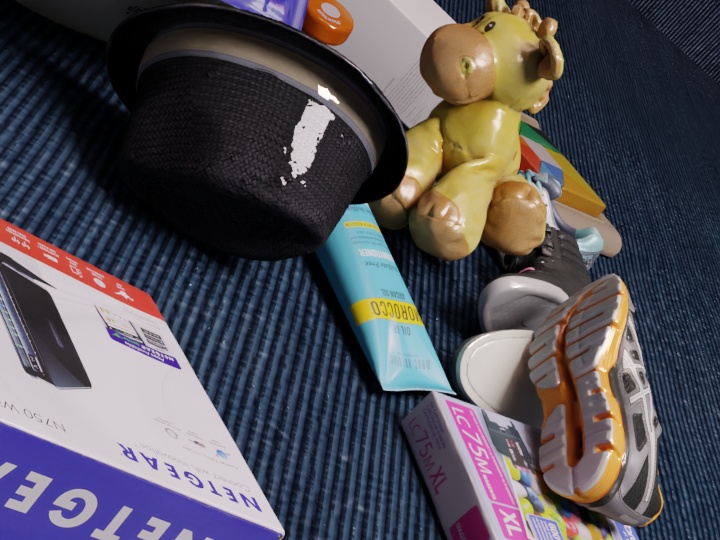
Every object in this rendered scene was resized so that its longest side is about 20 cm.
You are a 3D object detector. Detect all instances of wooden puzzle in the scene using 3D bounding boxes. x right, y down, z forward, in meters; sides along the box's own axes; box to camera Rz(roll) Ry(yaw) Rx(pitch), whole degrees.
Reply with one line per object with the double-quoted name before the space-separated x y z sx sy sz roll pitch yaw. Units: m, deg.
"wooden puzzle" 0.185 -0.113 1.376 0.184 0.037 0.201 17 36 -47

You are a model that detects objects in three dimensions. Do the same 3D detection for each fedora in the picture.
"fedora" -0.073 -0.069 0.787 0.199 0.200 0.093 33 59 -23

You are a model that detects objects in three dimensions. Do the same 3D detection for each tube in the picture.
"tube" 0.000 0.000 0.895 0.077 0.050 0.202 5 50 -45

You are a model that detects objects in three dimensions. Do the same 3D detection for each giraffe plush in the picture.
"giraffe plush" 0.093 -0.121 1.001 0.172 0.164 0.199 33 34 31

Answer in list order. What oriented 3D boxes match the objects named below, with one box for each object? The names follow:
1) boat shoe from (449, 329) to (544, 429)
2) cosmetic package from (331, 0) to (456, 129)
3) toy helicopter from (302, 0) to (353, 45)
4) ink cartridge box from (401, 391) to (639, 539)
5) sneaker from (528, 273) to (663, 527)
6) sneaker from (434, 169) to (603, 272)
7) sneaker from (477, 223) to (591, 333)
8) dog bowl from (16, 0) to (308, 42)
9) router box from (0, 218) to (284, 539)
"boat shoe" 0.128 0.084 0.966 0.198 0.074 0.061 11 -4 -41
"cosmetic package" 0.032 -0.222 1.249 0.200 0.085 0.108 44 26 -4
"toy helicopter" -0.102 -0.179 1.007 0.198 0.079 0.133 25 38 -16
"ink cartridge box" 0.121 0.155 0.841 0.199 0.042 0.120 26 30 -40
"sneaker" 0.163 0.085 0.875 0.077 0.078 0.202 39 40 -24
"sneaker" 0.130 -0.065 1.148 0.200 0.086 0.078 41 23 -7
"sneaker" 0.133 0.008 1.043 0.199 0.070 0.100 19 44 -56
"dog bowl" -0.127 -0.196 0.822 0.197 0.080 0.200 12 -6 1
"router box" -0.143 0.037 0.519 0.199 0.049 0.180 32 12 -41
